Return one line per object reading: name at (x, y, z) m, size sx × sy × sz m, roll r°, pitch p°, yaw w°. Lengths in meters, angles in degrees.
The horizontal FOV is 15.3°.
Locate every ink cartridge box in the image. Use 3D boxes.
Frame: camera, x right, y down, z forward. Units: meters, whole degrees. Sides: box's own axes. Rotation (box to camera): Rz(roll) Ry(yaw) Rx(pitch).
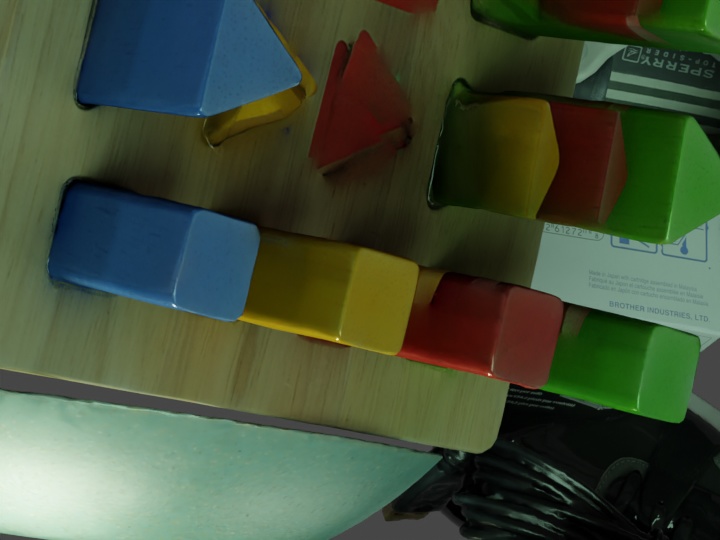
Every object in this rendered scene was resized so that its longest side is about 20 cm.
ink cartridge box at (0.000, 0.000, 0.801) m, size 0.199 × 0.045 × 0.094 m, roll 9°, pitch 158°, yaw -16°

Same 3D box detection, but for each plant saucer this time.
plant saucer at (-0.078, 0.056, 0.756) m, size 0.200 × 0.201 × 0.039 m, roll 9°, pitch 86°, yaw -16°

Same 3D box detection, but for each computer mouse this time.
computer mouse at (0.060, 0.120, 0.845) m, size 0.140 × 0.200 × 0.046 m, roll 30°, pitch 67°, yaw 2°

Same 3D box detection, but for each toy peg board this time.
toy peg board at (0.015, -0.058, 0.652) m, size 0.199 × 0.097 × 0.201 m, roll 14°, pitch 88°, yaw -47°

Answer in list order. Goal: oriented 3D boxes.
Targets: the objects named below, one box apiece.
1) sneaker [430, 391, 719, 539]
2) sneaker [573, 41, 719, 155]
sneaker at (0.118, 0.094, 0.874) m, size 0.199 × 0.088 × 0.076 m, roll 20°, pitch 111°, yaw -20°
sneaker at (0.042, -0.066, 0.789) m, size 0.199 × 0.071 × 0.073 m, roll 3°, pitch 115°, yaw -13°
